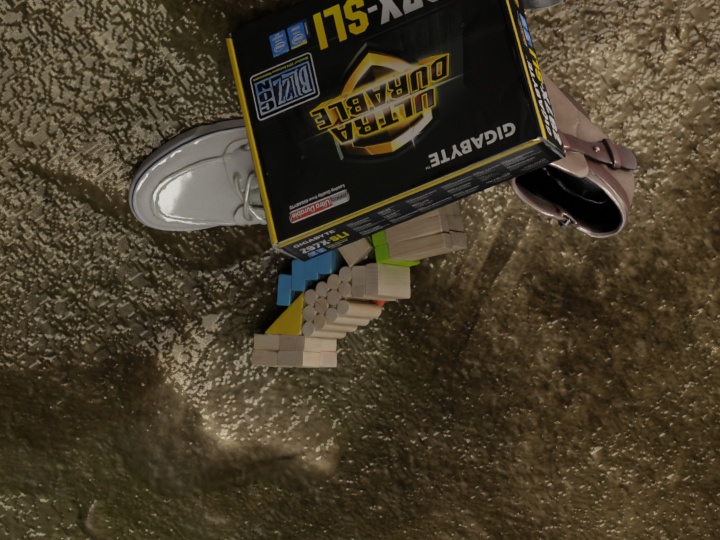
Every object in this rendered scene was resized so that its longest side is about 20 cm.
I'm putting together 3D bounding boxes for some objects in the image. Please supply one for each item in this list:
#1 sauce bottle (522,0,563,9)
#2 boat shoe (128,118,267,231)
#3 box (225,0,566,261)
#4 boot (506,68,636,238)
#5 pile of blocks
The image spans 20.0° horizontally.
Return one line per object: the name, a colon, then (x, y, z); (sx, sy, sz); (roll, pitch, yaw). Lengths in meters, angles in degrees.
sauce bottle: (0.108, -0.273, 1.352); (0.064, 0.065, 0.202); (-8, 116, -3)
boat shoe: (-0.065, -0.064, 1.428); (0.198, 0.070, 0.071); (-12, 117, -2)
box: (0.020, -0.116, 1.348); (0.199, 0.161, 0.049); (-21, 158, 20)
boot: (0.101, -0.099, 1.389); (0.199, 0.147, 0.071); (23, 118, -17)
pile of blocks: (0.000, 0.000, 1.484); (0.200, 0.082, 0.062); (-40, 157, 22)
